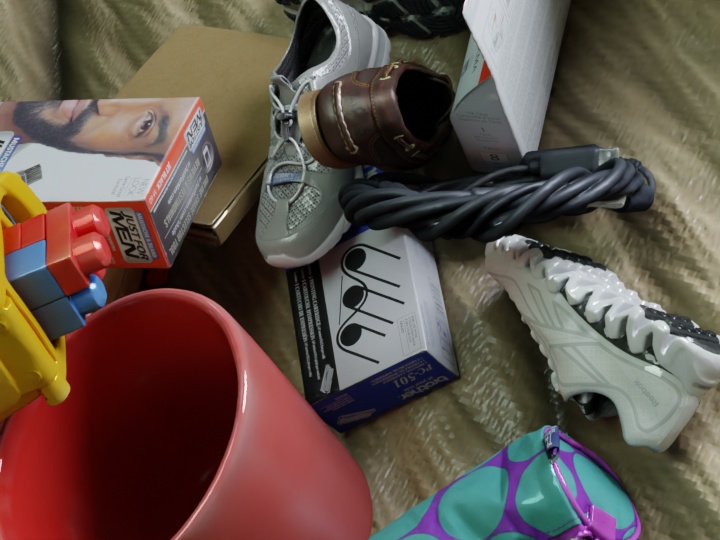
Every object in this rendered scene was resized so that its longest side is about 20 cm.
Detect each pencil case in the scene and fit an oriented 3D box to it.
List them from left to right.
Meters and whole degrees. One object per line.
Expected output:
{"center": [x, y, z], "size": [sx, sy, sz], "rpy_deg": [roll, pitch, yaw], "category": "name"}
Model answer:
{"center": [0.058, 0.171, 1.227], "size": [0.200, 0.085, 0.092], "rpy_deg": [-36, 21, 17], "category": "pencil case"}

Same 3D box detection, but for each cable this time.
{"center": [0.074, -0.039, 1.299], "size": [0.200, 0.163, 0.051], "rpy_deg": [-3, 100, 25], "category": "cable"}

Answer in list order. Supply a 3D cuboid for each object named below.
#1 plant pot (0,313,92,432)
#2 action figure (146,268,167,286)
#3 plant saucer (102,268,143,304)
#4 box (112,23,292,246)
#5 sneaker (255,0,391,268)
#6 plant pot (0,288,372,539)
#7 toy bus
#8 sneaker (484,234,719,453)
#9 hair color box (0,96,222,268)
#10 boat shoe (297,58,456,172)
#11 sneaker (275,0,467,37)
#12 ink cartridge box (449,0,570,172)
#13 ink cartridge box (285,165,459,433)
{"center": [-0.231, 0.109, 1.430], "size": [0.195, 0.201, 0.201], "rpy_deg": [-42, 45, -1], "category": "plant pot"}
{"center": [-0.151, -0.072, 1.542], "size": [0.200, 0.065, 0.052], "rpy_deg": [-80, 11, -45], "category": "action figure"}
{"center": [-0.235, 0.012, 1.589], "size": [0.200, 0.037, 0.200], "rpy_deg": [-19, 54, 28], "category": "plant saucer"}
{"center": [-0.114, -0.101, 1.499], "size": [0.163, 0.021, 0.200], "rpy_deg": [11, 48, 32], "category": "box"}
{"center": [-0.041, -0.096, 1.408], "size": [0.075, 0.082, 0.200], "rpy_deg": [-8, 57, 33], "category": "sneaker"}
{"center": [-0.097, 0.137, 1.305], "size": [0.200, 0.177, 0.201], "rpy_deg": [-20, 52, 29], "category": "plant pot"}
{"center": [-0.239, 0.004, 1.302], "size": [0.192, 0.136, 0.200], "rpy_deg": [-25, 38, 7], "category": "toy bus"}
{"center": [0.132, 0.038, 1.264], "size": [0.200, 0.075, 0.081], "rpy_deg": [38, 109, 50], "category": "sneaker"}
{"center": [-0.206, -0.059, 1.418], "size": [0.200, 0.064, 0.111], "rpy_deg": [1, 42, 20], "category": "hair color box"}
{"center": [0.029, -0.100, 1.361], "size": [0.070, 0.200, 0.070], "rpy_deg": [-18, 93, 21], "category": "boat shoe"}
{"center": [0.023, -0.217, 1.504], "size": [0.200, 0.078, 0.080], "rpy_deg": [6, 59, 40], "category": "sneaker"}
{"center": [0.086, -0.175, 1.338], "size": [0.047, 0.200, 0.160], "rpy_deg": [6, 67, 20], "category": "ink cartridge box"}
{"center": [0.000, 0.000, 1.406], "size": [0.094, 0.044, 0.200], "rpy_deg": [-26, 50, 21], "category": "ink cartridge box"}
